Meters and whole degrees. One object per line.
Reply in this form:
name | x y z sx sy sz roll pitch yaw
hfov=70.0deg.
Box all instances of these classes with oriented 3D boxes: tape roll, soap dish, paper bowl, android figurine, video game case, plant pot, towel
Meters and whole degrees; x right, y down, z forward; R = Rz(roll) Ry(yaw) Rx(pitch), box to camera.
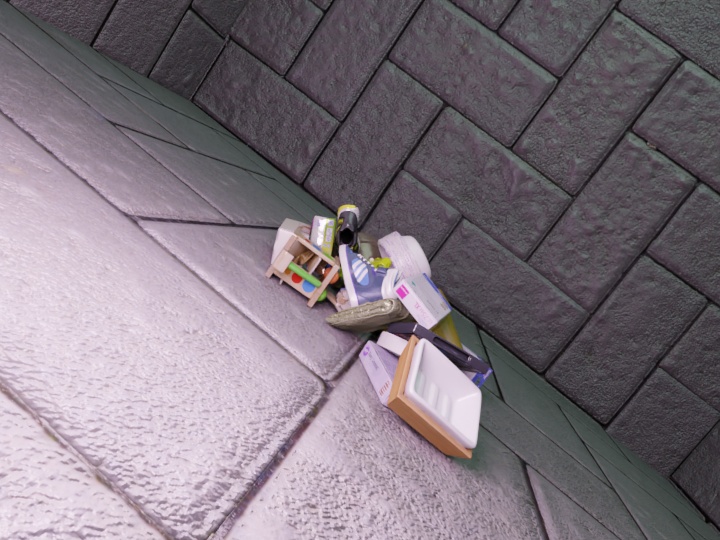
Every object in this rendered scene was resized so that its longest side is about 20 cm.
tape roll | 0.131 0.207 1.213 0.200 0.037 0.203 29 -10 5
soap dish | 0.144 0.247 1.001 0.199 0.081 0.158 42 39 -15
paper bowl | 0.135 -0.019 1.508 0.201 0.103 0.204 90 -26 -84
android figurine | 0.000 0.000 1.430 0.200 0.179 0.042 -36 113 -63
video game case | 0.161 0.167 1.122 0.179 0.026 0.200 31 -11 -8
plant pot | 0.180 0.182 1.388 0.191 0.199 0.201 58 8 -3
plant pot | -0.001 0.016 1.602 0.199 0.200 0.175 29 28 -42
towel | 0.030 0.113 1.220 0.147 0.197 0.037 22 56 -52

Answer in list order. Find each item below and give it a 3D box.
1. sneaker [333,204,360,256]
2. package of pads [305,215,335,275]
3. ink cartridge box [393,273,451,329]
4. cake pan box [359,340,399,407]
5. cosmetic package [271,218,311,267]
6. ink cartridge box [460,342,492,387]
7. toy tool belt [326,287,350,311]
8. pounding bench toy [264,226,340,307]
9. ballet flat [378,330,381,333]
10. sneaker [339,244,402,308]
sneaker | -0.041 -0.080 1.376 0.073 0.202 0.086 3 48 4
package of pads | -0.112 -0.070 1.445 0.067 0.158 0.200 8 3 -5
ink cartridge box | 0.151 0.069 1.204 0.120 0.042 0.199 52 21 9
cake pan box | 0.097 0.253 1.127 0.183 0.053 0.200 36 9 -26
cosmetic package | -0.189 -0.075 1.441 0.086 0.105 0.200 14 13 -6
ink cartridge box | 0.273 0.271 1.507 0.199 0.120 0.042 38 7 8
toy tool belt | 0.002 0.076 1.397 0.122 0.127 0.198 34 26 27
pounding bench toy | -0.133 0.002 1.248 0.155 0.125 0.200 36 9 -8
ballet flat | 0.120 0.194 1.500 0.199 0.069 0.063 40 -21 2
sneaker | 0.029 0.008 1.278 0.081 0.143 0.203 82 -5 -51
